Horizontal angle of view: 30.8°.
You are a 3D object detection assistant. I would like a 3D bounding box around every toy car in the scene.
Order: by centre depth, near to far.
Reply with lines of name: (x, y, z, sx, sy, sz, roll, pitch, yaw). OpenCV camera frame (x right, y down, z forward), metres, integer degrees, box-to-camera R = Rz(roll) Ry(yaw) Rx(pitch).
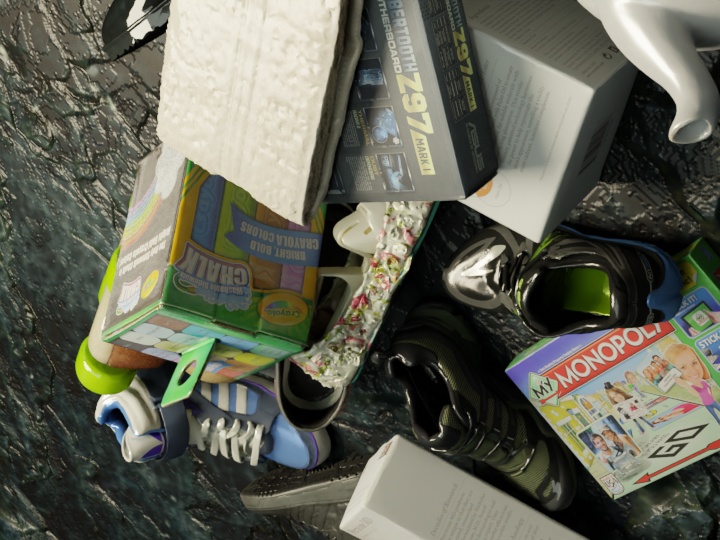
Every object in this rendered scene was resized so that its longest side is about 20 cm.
toy car: (-0.128, 0.036, 1.147, 0.200, 0.158, 0.164, 19, 138, -11)

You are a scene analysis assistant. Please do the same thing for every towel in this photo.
towel: (-0.066, -0.137, 0.817, 0.132, 0.034, 0.200, 32, 132, 21)

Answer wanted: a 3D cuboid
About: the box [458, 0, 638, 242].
box: (0.072, -0.130, 0.880, 0.200, 0.097, 0.125, 30, 132, 18)

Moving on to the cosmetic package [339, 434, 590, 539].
cosmetic package: (0.090, 0.218, 1.060, 0.200, 0.074, 0.102, 27, 156, -1)

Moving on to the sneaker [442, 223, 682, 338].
sneaker: (0.128, 0.005, 0.920, 0.199, 0.083, 0.071, 9, 106, 49)

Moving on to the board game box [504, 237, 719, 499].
board game box: (0.215, 0.078, 0.957, 0.135, 0.029, 0.200, 49, 135, -1)

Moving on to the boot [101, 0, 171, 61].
boot: (-0.166, -0.271, 0.987, 0.198, 0.073, 0.163, -30, 100, 37)

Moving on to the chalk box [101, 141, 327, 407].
chalk box: (-0.111, 0.007, 0.998, 0.124, 0.200, 0.124, 18, 158, -27)

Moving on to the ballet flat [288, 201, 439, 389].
ballet flat: (0.000, 0.000, 0.991, 0.064, 0.076, 0.200, 18, 106, -19)

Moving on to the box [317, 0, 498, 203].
box: (-0.009, -0.141, 0.829, 0.158, 0.051, 0.200, 0, 116, 37)

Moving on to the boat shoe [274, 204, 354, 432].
boat shoe: (-0.031, 0.040, 1.072, 0.074, 0.063, 0.202, 6, 118, -3)

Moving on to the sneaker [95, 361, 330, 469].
sneaker: (-0.145, 0.151, 1.194, 0.200, 0.146, 0.081, 32, 133, 17)

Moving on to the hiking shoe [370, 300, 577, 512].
hiking shoe: (0.086, 0.125, 1.034, 0.200, 0.101, 0.076, 49, 135, 1)

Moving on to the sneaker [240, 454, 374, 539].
sneaker: (-0.017, 0.231, 1.209, 0.200, 0.060, 0.104, -16, 105, 35)

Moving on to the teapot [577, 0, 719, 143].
teapot: (0.205, -0.194, 0.664, 0.146, 0.197, 0.200, 37, 136, 37)
